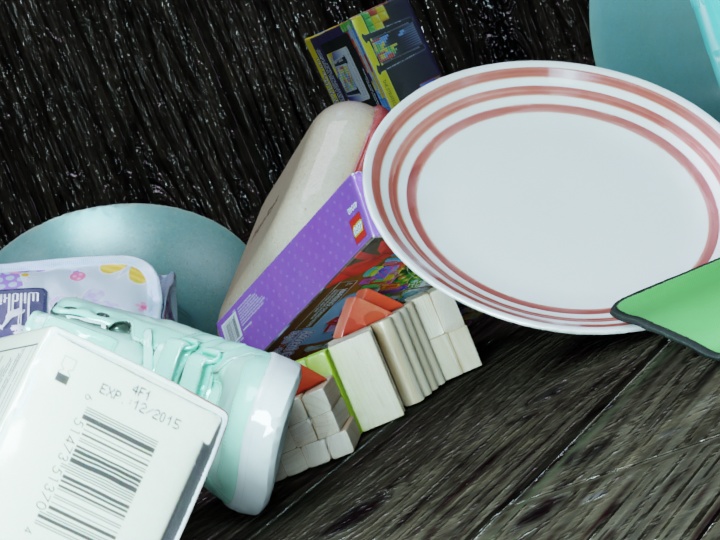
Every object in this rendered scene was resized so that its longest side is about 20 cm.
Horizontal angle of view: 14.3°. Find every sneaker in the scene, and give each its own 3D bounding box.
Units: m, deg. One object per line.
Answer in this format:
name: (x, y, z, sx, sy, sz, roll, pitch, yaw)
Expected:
sneaker: (-0.098, 0.058, 1.312, 0.118, 0.074, 0.200, 16, -1, -14)

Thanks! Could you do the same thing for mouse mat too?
mouse mat: (0.202, -0.002, 1.249, 0.161, 0.008, 0.200, -22, 10, -6)

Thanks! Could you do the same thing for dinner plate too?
dinner plate: (0.100, -0.033, 1.403, 0.200, 0.200, 0.024, -25, -39, -32)

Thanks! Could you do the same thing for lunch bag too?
lunch bag: (-0.185, 0.056, 1.613, 0.169, 0.127, 0.200, -3, 6, 1)

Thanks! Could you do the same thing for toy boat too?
toy boat: (0.000, 0.000, 1.689, 0.200, 0.131, 0.131, -55, 11, 56)

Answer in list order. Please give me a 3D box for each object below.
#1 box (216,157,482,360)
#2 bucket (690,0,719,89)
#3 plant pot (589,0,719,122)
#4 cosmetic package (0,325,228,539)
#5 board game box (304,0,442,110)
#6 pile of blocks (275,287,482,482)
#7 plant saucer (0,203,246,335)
box: (0.022, -0.002, 1.520, 0.137, 0.039, 0.200, -9, -19, -27)
bucket: (0.277, -0.115, 1.489, 0.207, 0.135, 0.207, -22, 4, 2)
plant pot: (0.271, -0.163, 1.813, 0.200, 0.201, 0.161, -26, 17, -37)
cosmetic package: (-0.141, 0.090, 1.209, 0.104, 0.087, 0.200, -67, 19, -13)
board game box: (0.035, -0.119, 2.375, 0.057, 0.200, 0.165, -25, 5, -12)
pile of blocks: (-0.010, 0.049, 1.445, 0.082, 0.062, 0.200, -20, 5, 32)
plant saucer: (-0.157, 0.040, 1.882, 0.201, 0.201, 0.039, -22, 47, 11)
